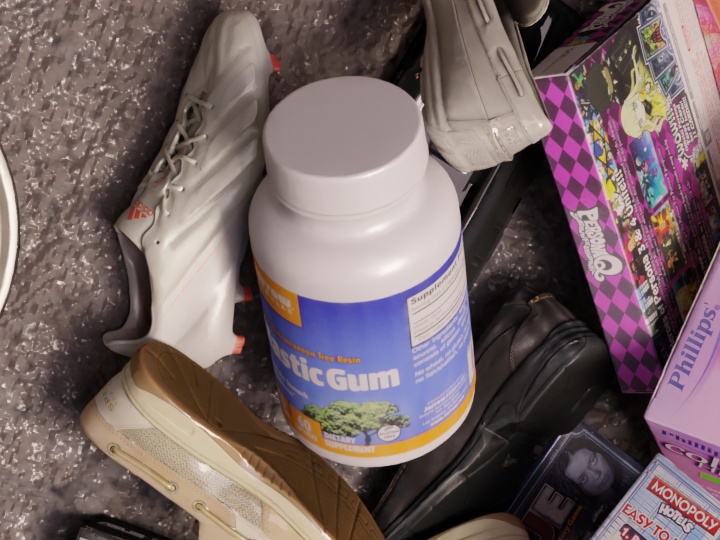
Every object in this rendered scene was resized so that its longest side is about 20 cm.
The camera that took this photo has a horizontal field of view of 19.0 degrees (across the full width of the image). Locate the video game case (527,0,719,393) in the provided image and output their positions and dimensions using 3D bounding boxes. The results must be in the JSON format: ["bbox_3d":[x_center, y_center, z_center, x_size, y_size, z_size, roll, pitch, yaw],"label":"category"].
[{"bbox_3d":[0.175,-0.060,1.246,0.181,0.036,0.201,-44,121,-45],"label":"video game case"}]

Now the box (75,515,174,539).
[{"bbox_3d":[-0.088,0.259,1.185,0.199,0.048,0.194,18,96,6],"label":"box"}]

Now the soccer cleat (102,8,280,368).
[{"bbox_3d":[-0.091,-0.042,1.157,0.077,0.069,0.201,4,103,-23],"label":"soccer cleat"}]

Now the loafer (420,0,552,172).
[{"bbox_3d":[0.068,-0.146,1.155,0.070,0.070,0.201,43,38,-56],"label":"loafer"}]

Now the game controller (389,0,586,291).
[{"bbox_3d":[0.056,-0.076,1.238,0.104,0.042,0.200,30,88,-13],"label":"game controller"}]

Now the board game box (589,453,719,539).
[{"bbox_3d":[0.149,0.193,1.198,0.200,0.062,0.200,-57,158,16],"label":"board game box"}]

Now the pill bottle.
[{"bbox_3d":[0.000,0.000,1.139,0.112,0.112,0.200,-26,136,-17],"label":"pill bottle"}]

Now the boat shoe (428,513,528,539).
[{"bbox_3d":[0.014,0.210,1.229,0.199,0.065,0.072,-24,146,-3],"label":"boat shoe"}]

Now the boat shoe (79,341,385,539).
[{"bbox_3d":[-0.063,0.123,1.170,0.200,0.072,0.065,41,110,-17],"label":"boat shoe"}]

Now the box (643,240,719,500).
[{"bbox_3d":[0.256,0.055,1.251,0.176,0.096,0.200,-64,155,-14],"label":"box"}]

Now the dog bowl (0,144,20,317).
[{"bbox_3d":[-0.276,-0.021,1.071,0.199,0.074,0.201,-6,103,-24],"label":"dog bowl"}]

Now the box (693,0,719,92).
[{"bbox_3d":[0.301,-0.173,1.267,0.200,0.102,0.095,-32,114,-31],"label":"box"}]

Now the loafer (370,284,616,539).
[{"bbox_3d":[0.063,0.098,1.263,0.200,0.072,0.073,-47,144,10],"label":"loafer"}]

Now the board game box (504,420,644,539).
[{"bbox_3d":[0.111,0.200,1.323,0.135,0.035,0.200,37,85,-27],"label":"board game box"}]
